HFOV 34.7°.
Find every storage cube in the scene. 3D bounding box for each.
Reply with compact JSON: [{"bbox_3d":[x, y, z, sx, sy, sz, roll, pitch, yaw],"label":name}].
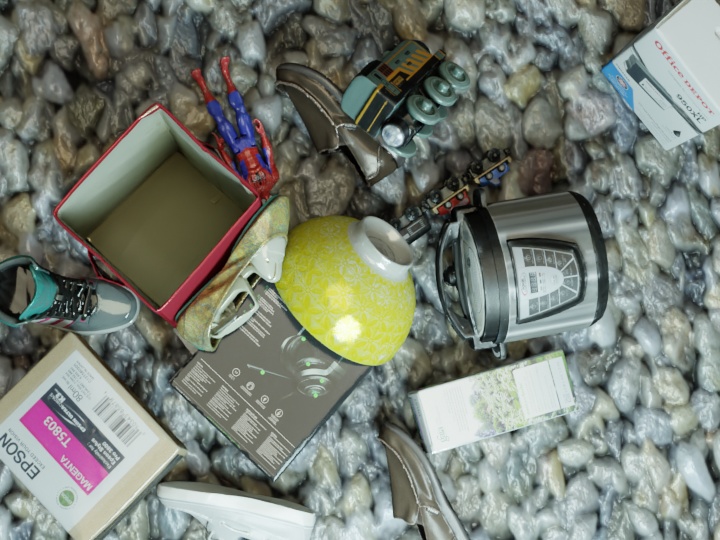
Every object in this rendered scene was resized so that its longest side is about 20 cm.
[{"bbox_3d":[-0.227,-0.055,1.360,0.170,0.180,0.201,41,83,7],"label":"storage cube"}]

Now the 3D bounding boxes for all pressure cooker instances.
[{"bbox_3d":[0.190,0.002,1.422,0.196,0.180,0.178,-8,52,-7],"label":"pressure cooker"}]

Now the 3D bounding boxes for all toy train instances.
[{"bbox_3d":[0.118,-0.094,1.489,0.199,0.034,0.046,-35,94,-8],"label":"toy train"},{"bbox_3d":[0.058,-0.223,1.429,0.114,0.085,0.200,39,41,0],"label":"toy train"}]

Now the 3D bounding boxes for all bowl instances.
[{"bbox_3d":[0.000,0.000,1.372,0.200,0.200,0.108,42,117,-2],"label":"bowl"}]

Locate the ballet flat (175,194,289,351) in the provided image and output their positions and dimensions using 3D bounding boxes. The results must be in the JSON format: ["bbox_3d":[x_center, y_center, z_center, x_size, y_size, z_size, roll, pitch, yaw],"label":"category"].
[{"bbox_3d":[-0.130,0.008,1.315,0.070,0.071,0.201,39,92,-2],"label":"ballet flat"}]

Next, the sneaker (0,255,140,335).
[{"bbox_3d":[-0.365,0.030,1.377,0.196,0.121,0.085,6,85,-7],"label":"sneaker"}]

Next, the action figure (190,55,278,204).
[{"bbox_3d":[-0.152,-0.167,1.457,0.065,0.052,0.203,-24,91,-12],"label":"action figure"}]

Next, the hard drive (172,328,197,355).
[{"bbox_3d":[-0.118,0.064,1.452,0.199,0.027,0.133,-39,91,-8],"label":"hard drive"}]

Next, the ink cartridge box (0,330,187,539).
[{"bbox_3d":[-0.333,0.202,1.379,0.200,0.075,0.165,44,81,6],"label":"ink cartridge box"}]

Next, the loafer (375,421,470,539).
[{"bbox_3d":[0.069,0.284,1.433,0.070,0.073,0.202,-29,89,-9],"label":"loafer"}]

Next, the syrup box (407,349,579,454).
[{"bbox_3d":[0.165,0.165,1.450,0.197,0.081,0.080,-15,86,-7],"label":"syrup box"}]

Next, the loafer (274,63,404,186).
[{"bbox_3d":[-0.035,-0.182,1.449,0.199,0.073,0.071,40,82,-2],"label":"loafer"}]

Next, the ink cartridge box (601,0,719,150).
[{"bbox_3d":[0.405,-0.248,1.451,0.084,0.200,0.145,-40,90,-8],"label":"ink cartridge box"}]

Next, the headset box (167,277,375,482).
[{"bbox_3d":[-0.102,0.118,1.389,0.174,0.093,0.201,42,82,-2],"label":"headset box"}]

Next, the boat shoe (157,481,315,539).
[{"bbox_3d":[-0.156,0.306,1.413,0.197,0.072,0.070,14,86,-13],"label":"boat shoe"}]
